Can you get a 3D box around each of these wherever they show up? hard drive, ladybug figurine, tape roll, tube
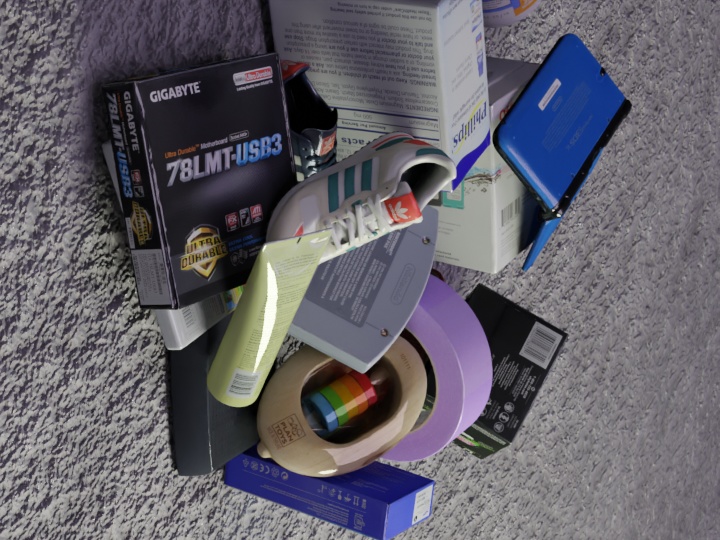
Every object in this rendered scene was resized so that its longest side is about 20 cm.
[{"bbox_3d":[-0.132,0.095,1.595,0.135,0.042,0.202,-28,125,-53],"label":"hard drive"},{"bbox_3d":[-0.025,0.136,1.639,0.199,0.072,0.136,-25,85,-26],"label":"ladybug figurine"},{"bbox_3d":[0.040,0.100,1.731,0.066,0.199,0.202,-29,126,-51],"label":"tape roll"},{"bbox_3d":[-0.086,0.039,1.459,0.058,0.052,0.201,-72,-174,-50],"label":"tube"}]

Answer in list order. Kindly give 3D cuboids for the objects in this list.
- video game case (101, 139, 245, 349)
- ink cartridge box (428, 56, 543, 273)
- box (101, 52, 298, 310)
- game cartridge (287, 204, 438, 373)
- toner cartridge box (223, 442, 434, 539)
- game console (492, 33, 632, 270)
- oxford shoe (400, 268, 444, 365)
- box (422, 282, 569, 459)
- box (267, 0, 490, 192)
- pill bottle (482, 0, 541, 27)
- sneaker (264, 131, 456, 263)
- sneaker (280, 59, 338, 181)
[{"bbox_3d":[-0.146,-0.057,1.492,0.182,0.023,0.201,-38,119,-47],"label":"video game case"},{"bbox_3d":[0.123,-0.128,1.832,0.147,0.145,0.202,-35,130,-48],"label":"ink cartridge box"},{"bbox_3d":[-0.134,-0.084,1.450,0.199,0.049,0.200,-21,107,-52],"label":"box"},{"bbox_3d":[0.000,0.000,1.631,0.201,0.133,0.041,-64,-179,-30],"label":"game cartridge"},{"bbox_3d":[-0.033,0.217,1.656,0.095,0.199,0.044,-13,113,-56],"label":"toner cartridge box"},{"bbox_3d":[0.209,-0.132,1.812,0.171,0.118,0.200,48,53,-17],"label":"game console"},{"bbox_3d":[0.057,0.099,1.892,0.201,0.070,0.075,-62,152,-21],"label":"oxford shoe"},{"bbox_3d":[0.140,0.122,1.888,0.149,0.124,0.200,-60,179,-13],"label":"box"},{"bbox_3d":[0.022,-0.197,1.593,0.105,0.183,0.201,-50,142,-48],"label":"box"},{"bbox_3d":[0.132,-0.374,1.782,0.113,0.111,0.200,-61,147,-24],"label":"pill bottle"},{"bbox_3d":[0.003,-0.060,1.486,0.199,0.093,0.071,-35,120,-24],"label":"sneaker"},{"bbox_3d":[-0.047,-0.110,1.558,0.075,0.084,0.201,-43,116,-40],"label":"sneaker"}]
